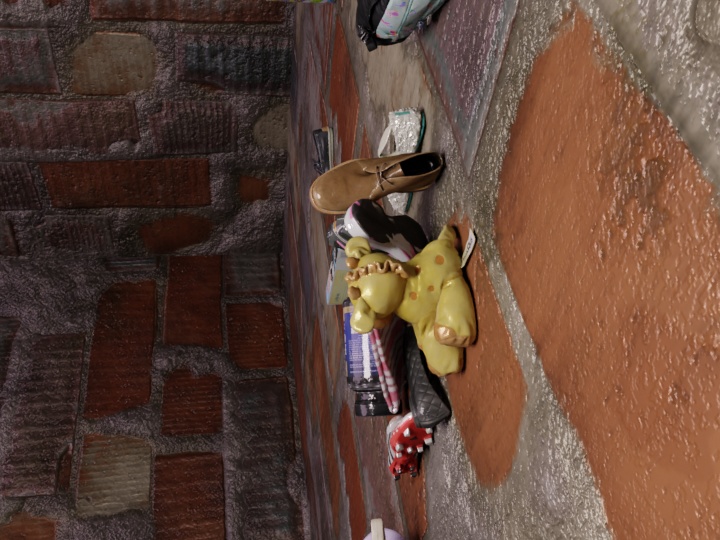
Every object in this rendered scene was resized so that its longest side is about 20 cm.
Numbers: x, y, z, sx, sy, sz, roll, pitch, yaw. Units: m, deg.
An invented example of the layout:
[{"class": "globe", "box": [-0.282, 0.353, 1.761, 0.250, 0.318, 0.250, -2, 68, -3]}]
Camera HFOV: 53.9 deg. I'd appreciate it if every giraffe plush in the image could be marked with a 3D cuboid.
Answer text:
[{"class": "giraffe plush", "box": [0.056, 0.033, 0.932, 0.174, 0.157, 0.204, -108, 19, -56]}]

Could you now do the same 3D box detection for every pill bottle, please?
[{"class": "pill bottle", "box": [0.027, 0.149, 1.241, 0.112, 0.109, 0.206, 144, 124, -77]}]

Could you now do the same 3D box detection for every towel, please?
[{"class": "towel", "box": [0.045, 0.095, 1.084, 0.147, 0.029, 0.205, -64, -37, -62]}]

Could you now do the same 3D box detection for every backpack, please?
[{"class": "backpack", "box": [0.055, -0.413, 0.967, 0.200, 0.123, 0.172, 177, 80, -78]}]

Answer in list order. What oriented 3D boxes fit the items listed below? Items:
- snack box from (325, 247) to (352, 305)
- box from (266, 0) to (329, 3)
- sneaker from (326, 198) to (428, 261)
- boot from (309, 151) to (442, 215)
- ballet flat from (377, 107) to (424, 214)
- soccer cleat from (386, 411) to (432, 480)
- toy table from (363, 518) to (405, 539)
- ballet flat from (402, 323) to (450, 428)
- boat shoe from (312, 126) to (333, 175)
[{"class": "snack box", "box": [0.000, 0.000, 1.348, 0.202, 0.113, 0.038, 105, 160, -56]}, {"class": "box", "box": [-0.154, -0.820, 1.833, 0.122, 0.187, 0.206, 150, 118, -78]}, {"class": "sneaker", "box": [0.027, -0.041, 1.034, 0.085, 0.198, 0.082, -21, 54, 34]}, {"class": "boot", "box": [0.023, -0.132, 0.991, 0.075, 0.195, 0.076, 151, 102, -75]}, {"class": "ballet flat", "box": [0.057, -0.180, 1.153, 0.203, 0.070, 0.073, 98, 165, -45]}, {"class": "soccer cleat", "box": [0.072, 0.264, 1.144, 0.202, 0.067, 0.087, 95, 164, -51]}, {"class": "toy table", "box": [0.041, 0.508, 1.124, 0.118, 0.179, 0.204, 74, 178, -59]}, {"class": "ballet flat", "box": [0.097, 0.156, 1.078, 0.203, 0.055, 0.067, -96, -12, -49]}, {"class": "boat shoe", "box": [-0.109, -0.306, 2.024, 0.075, 0.060, 0.206, -146, 53, -74]}]
